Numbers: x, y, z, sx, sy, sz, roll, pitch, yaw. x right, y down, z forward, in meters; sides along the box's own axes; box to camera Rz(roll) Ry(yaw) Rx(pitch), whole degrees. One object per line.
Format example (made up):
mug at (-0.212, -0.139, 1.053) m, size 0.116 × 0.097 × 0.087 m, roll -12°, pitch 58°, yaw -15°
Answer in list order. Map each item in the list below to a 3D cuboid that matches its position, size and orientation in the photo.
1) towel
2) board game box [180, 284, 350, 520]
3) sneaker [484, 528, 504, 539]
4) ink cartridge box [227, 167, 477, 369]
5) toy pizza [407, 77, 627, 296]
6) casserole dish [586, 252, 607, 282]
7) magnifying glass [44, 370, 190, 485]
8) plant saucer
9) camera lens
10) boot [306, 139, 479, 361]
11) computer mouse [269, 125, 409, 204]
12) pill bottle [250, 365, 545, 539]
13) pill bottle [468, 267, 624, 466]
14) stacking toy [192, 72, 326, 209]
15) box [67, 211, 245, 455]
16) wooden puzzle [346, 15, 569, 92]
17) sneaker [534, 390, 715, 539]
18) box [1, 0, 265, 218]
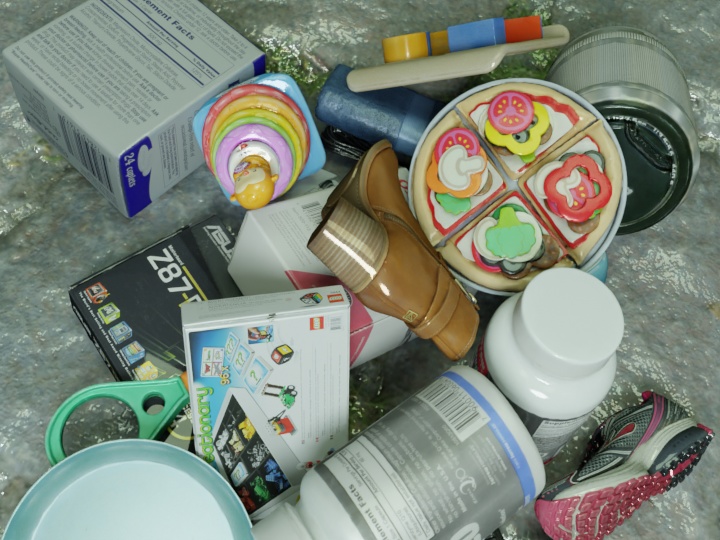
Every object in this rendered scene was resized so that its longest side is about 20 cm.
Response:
towel at (0.050, -0.158, 0.910) m, size 0.196 × 0.049 × 0.112 m, roll 22°, pitch 30°, yaw 2°
board game box at (-0.071, 0.112, 0.666) m, size 0.123 × 0.204 × 0.035 m, roll -6°, pitch 31°, yaw -12°
sneaker at (0.108, 0.284, 0.650) m, size 0.075 × 0.090 × 0.205 m, roll -22°, pitch 71°, yaw 28°
ink cartridge box at (0.000, 0.000, 0.779) m, size 0.197 × 0.083 × 0.147 m, roll -19°, pitch 62°, yaw -38°
toy pizza at (0.138, -0.079, 0.750) m, size 0.195 × 0.032 × 0.205 m, roll -2°, pitch 79°, yaw 11°
casserole dish at (0.180, -0.042, 0.886) m, size 0.120 × 0.039 × 0.201 m, roll -28°, pitch 66°, yaw -23°
magnifying glass at (-0.165, 0.108, 0.699) m, size 0.197 × 0.023 × 0.080 m, roll -27°, pitch 69°, yaw -22°
plant saucer at (-0.174, 0.231, 0.638) m, size 0.195 × 0.027 × 0.206 m, roll 1°, pitch 83°, yaw -6°
camera lens at (0.260, -0.147, 0.865) m, size 0.157 × 0.162 × 0.202 m, roll 18°, pitch 40°, yaw 3°
boot at (0.039, -0.018, 0.715) m, size 0.154 × 0.074 × 0.201 m, roll 38°, pitch 33°, yaw -10°
computer mouse at (-0.043, -0.075, 0.869) m, size 0.109 × 0.044 × 0.200 m, roll 37°, pitch 61°, yaw 13°
pill bottle at (0.026, 0.169, 0.607) m, size 0.198 × 0.114 × 0.114 m, roll -33°, pitch 68°, yaw -14°
pill bottle at (0.149, 0.086, 0.707) m, size 0.108 × 0.202 × 0.113 m, roll 3°, pitch 57°, yaw -5°
stacking toy at (-0.094, -0.098, 0.750) m, size 0.114 × 0.111 × 0.201 m, roll -23°, pitch 23°, yaw 5°
box at (-0.149, 0.064, 0.767) m, size 0.159 × 0.049 × 0.201 m, roll -28°, pitch 68°, yaw -25°
wooden puzzle at (0.105, -0.239, 0.894) m, size 0.182 × 0.047 × 0.199 m, roll 1°, pitch 21°, yaw 35°
sneaker at (0.223, 0.174, 0.742) m, size 0.197 × 0.082 × 0.075 m, roll -18°, pitch 45°, yaw -33°
box at (-0.228, -0.191, 0.876) m, size 0.183 × 0.106 × 0.200 m, roll 40°, pitch 62°, yaw 17°
